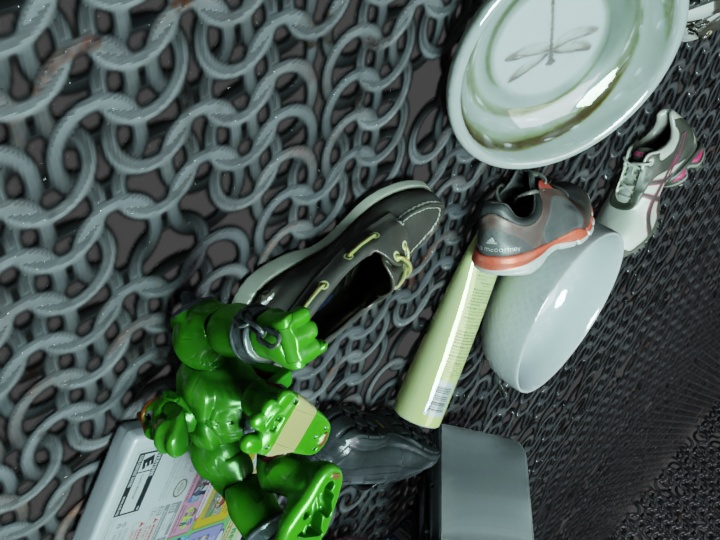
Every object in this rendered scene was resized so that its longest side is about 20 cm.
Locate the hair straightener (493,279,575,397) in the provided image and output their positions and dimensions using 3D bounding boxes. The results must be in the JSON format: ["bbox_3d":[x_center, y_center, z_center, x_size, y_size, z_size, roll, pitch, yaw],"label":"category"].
[{"bbox_3d":[0.225,0.071,1.076,0.077,0.041,0.200,5,115,-58],"label":"hair straightener"}]

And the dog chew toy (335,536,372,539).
[{"bbox_3d":[-0.043,0.368,0.898,0.200,0.125,0.125,-34,146,-21],"label":"dog chew toy"}]

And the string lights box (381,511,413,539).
[{"bbox_3d":[0.097,0.353,1.108,0.200,0.103,0.059,-34,144,-36],"label":"string lights box"}]

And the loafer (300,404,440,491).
[{"bbox_3d":[0.010,0.172,0.829,0.070,0.068,0.200,-52,147,10],"label":"loafer"}]

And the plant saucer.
[{"bbox_3d":[0.147,-0.169,0.658,0.200,0.050,0.200,-17,141,-14],"label":"plant saucer"}]

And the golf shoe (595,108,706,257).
[{"bbox_3d":[0.327,-0.101,1.043,0.200,0.077,0.088,-54,132,-9],"label":"golf shoe"}]

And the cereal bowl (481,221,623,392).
[{"bbox_3d":[0.194,0.027,0.939,0.200,0.083,0.200,-38,147,-30],"label":"cereal bowl"}]

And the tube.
[{"bbox_3d":[0.091,0.055,0.855,0.058,0.052,0.200,-121,-128,-74],"label":"tube"}]

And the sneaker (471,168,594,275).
[{"bbox_3d":[0.169,-0.062,0.822,0.200,0.077,0.082,-35,126,-52],"label":"sneaker"}]

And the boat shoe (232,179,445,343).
[{"bbox_3d":[0.000,0.000,0.635,0.201,0.061,0.072,-35,145,-33],"label":"boat shoe"}]

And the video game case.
[{"bbox_3d":[-0.142,0.190,0.656,0.182,0.022,0.200,3,116,-57],"label":"video game case"}]

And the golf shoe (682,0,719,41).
[{"bbox_3d":[0.330,-0.259,0.859,0.200,0.078,0.095,-31,143,-36],"label":"golf shoe"}]

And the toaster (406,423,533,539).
[{"bbox_3d":[0.116,0.302,0.984,0.200,0.118,0.181,-84,180,-50],"label":"toaster"}]

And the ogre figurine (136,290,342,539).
[{"bbox_3d":[-0.069,0.096,0.540,0.098,0.120,0.200,-42,136,-23],"label":"ogre figurine"}]
